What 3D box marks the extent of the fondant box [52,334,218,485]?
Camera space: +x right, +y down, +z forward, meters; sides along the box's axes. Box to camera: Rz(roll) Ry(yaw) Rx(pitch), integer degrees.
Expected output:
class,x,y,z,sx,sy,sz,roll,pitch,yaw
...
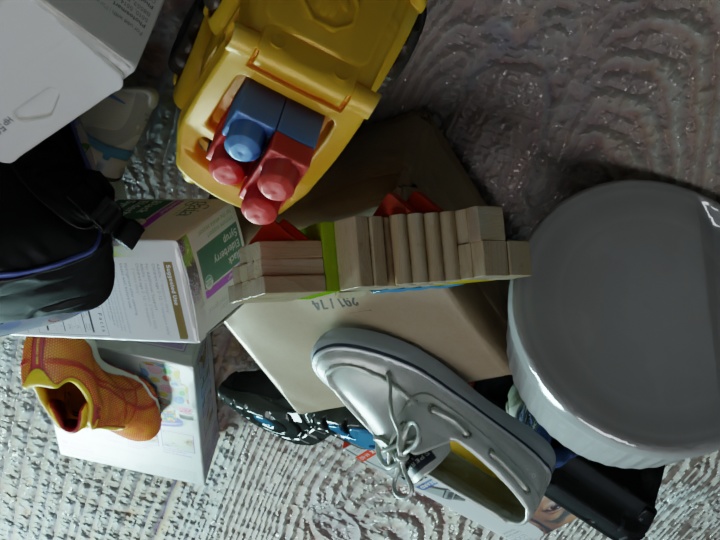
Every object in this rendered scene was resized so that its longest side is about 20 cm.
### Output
class,x,y,z,sx,sy,sz,roll,pitch,yaw
fondant box,-0.204,0.106,1.556,0.143,0.059,0.201,11,145,7

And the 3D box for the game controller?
class,x,y,z,sx,sy,sz,roll,pitch,yaw
game controller,0.169,0.138,1.411,0.200,0.105,0.042,35,140,-23

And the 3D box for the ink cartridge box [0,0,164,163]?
class,x,y,z,sx,sy,sz,roll,pitch,yaw
ink cartridge box,-0.175,-0.183,1.042,0.084,0.201,0.146,37,139,-25

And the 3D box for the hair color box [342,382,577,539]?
class,x,y,z,sx,sy,sz,roll,pitch,yaw
hair color box,0.097,0.148,1.452,0.199,0.064,0.111,29,137,-25

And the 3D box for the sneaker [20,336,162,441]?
class,x,y,z,sx,sy,sz,roll,pitch,yaw
sneaker,-0.228,0.108,1.446,0.073,0.078,0.200,-4,154,23

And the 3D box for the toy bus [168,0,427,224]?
class,x,y,z,sx,sy,sz,roll,pitch,yaw
toy bus,-0.057,-0.104,1.111,0.135,0.193,0.200,24,145,-13

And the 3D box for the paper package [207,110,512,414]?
class,x,y,z,sx,sy,sz,roll,pitch,yaw
paper package,0.000,0.000,1.282,0.199,0.104,0.191,-13,128,32

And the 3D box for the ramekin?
class,x,y,z,sx,sy,sz,roll,pitch,yaw
ramekin,0.193,0.045,1.214,0.201,0.203,0.094,17,155,-2

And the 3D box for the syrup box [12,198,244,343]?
class,x,y,z,sx,sy,sz,roll,pitch,yaw
syrup box,-0.184,-0.002,1.234,0.199,0.079,0.082,0,114,28

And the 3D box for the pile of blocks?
class,x,y,z,sx,sy,sz,roll,pitch,yaw
pile of blocks,0.011,-0.018,1.147,0.198,0.063,0.082,-4,174,-5

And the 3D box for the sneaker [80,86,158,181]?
class,x,y,z,sx,sy,sz,roll,pitch,yaw
sneaker,-0.227,-0.155,1.225,0.200,0.087,0.075,37,-174,-2

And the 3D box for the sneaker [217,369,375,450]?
class,x,y,z,sx,sy,sz,roll,pitch,yaw
sneaker,-0.038,0.097,1.438,0.199,0.082,0.073,3,154,46

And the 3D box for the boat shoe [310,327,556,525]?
class,x,y,z,sx,sy,sz,roll,pitch,yaw
boat shoe,0.044,0.123,1.252,0.201,0.086,0.075,34,137,-10

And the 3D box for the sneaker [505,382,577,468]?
class,x,y,z,sx,sy,sz,roll,pitch,yaw
sneaker,0.209,0.094,1.306,0.199,0.085,0.077,-28,116,9

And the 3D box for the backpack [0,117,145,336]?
class,x,y,z,sx,sy,sz,roll,pitch,yaw
backpack,-0.252,-0.052,1.121,0.199,0.192,0.154,-10,156,-13

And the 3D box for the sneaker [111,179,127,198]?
class,x,y,z,sx,sy,sz,roll,pitch,yaw
sneaker,-0.235,-0.056,1.338,0.081,0.088,0.200,-35,98,37
